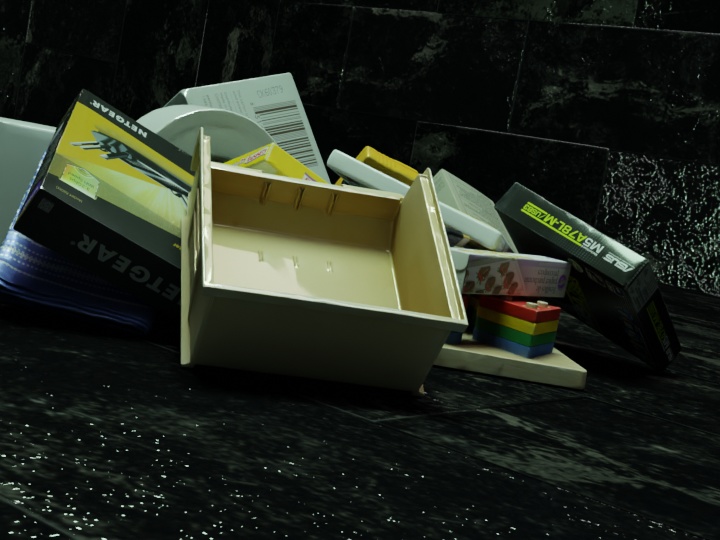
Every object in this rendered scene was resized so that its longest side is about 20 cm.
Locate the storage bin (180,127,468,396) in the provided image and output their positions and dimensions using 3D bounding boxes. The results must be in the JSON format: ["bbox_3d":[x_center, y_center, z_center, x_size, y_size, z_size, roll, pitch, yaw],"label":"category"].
[{"bbox_3d":[-0.038,-0.012,0.924,0.198,0.094,0.199,8,43,-16],"label":"storage bin"}]

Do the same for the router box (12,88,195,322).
[{"bbox_3d":[-0.182,-0.048,1.000,0.199,0.052,0.158,31,33,-21],"label":"router box"}]

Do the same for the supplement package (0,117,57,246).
[{"bbox_3d":[-0.360,-0.077,1.186,0.150,0.152,0.200,10,5,-5],"label":"supplement package"}]

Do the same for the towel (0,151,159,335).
[{"bbox_3d":[-0.234,-0.028,1.014,0.144,0.024,0.201,16,37,-10],"label":"towel"}]

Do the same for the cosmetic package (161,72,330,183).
[{"bbox_3d":[-0.172,-0.126,1.454,0.164,0.166,0.200,-17,-6,-38],"label":"cosmetic package"}]

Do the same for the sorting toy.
[{"bbox_3d":[0.112,0.052,1.174,0.198,0.070,0.199,10,5,-6],"label":"sorting toy"}]

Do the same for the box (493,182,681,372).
[{"bbox_3d":[0.256,0.010,1.297,0.193,0.048,0.200,34,-12,38],"label":"box"}]

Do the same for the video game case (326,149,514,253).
[{"bbox_3d":[0.071,-0.064,1.267,0.199,0.023,0.182,28,0,14],"label":"video game case"}]

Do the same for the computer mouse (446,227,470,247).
[{"bbox_3d":[0.062,-0.036,1.191,0.140,0.046,0.199,0,-17,38],"label":"computer mouse"}]

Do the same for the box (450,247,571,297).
[{"bbox_3d":[0.144,0.003,1.158,0.041,0.039,0.199,16,8,39],"label":"box"}]

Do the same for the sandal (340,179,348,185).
[{"bbox_3d":[0.039,-0.050,1.523,0.075,0.045,0.200,-18,-50,22],"label":"sandal"}]

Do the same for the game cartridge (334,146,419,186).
[{"bbox_3d":[0.042,-0.063,1.567,0.199,0.176,0.033,26,37,-23],"label":"game cartridge"}]

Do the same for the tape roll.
[{"bbox_3d":[-0.171,-0.070,1.203,0.201,0.204,0.071,6,7,-36],"label":"tape roll"}]

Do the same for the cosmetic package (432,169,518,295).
[{"bbox_3d":[0.138,-0.026,1.444,0.105,0.071,0.201,30,26,-30],"label":"cosmetic package"}]

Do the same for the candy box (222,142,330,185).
[{"bbox_3d":[-0.037,-0.047,1.105,0.199,0.027,0.102,35,-24,-27],"label":"candy box"}]
